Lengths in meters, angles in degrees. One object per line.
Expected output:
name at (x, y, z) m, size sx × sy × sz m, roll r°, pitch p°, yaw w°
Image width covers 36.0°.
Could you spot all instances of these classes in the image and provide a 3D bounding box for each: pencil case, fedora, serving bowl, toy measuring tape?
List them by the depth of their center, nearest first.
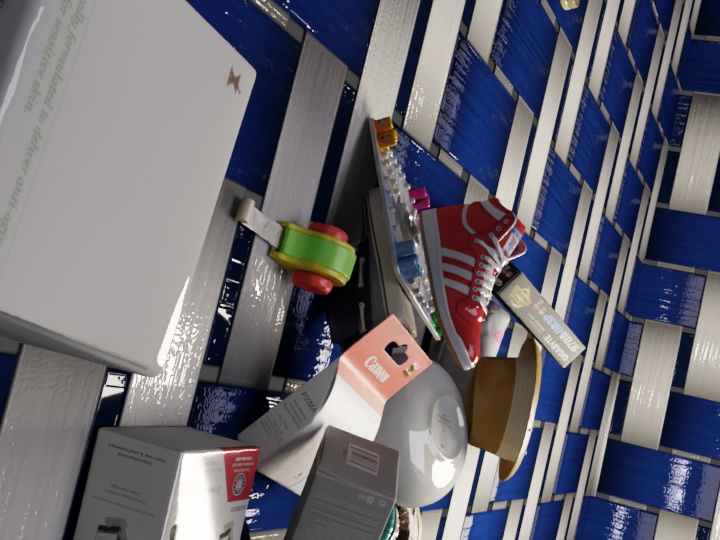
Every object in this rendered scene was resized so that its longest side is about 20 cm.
toy measuring tape at (-0.052, -0.023, 1.081) m, size 0.200 × 0.073 × 0.074 m, roll 43°, pitch 61°, yaw -64°
serving bowl at (0.086, 0.204, 1.428) m, size 0.200 × 0.066 × 0.200 m, roll 18°, pitch 68°, yaw -53°
fedora at (0.186, 0.182, 1.504) m, size 0.201 × 0.082 × 0.201 m, roll -167°, pitch -90°, yaw -89°
pencil case at (0.153, 0.138, 1.615) m, size 0.091 × 0.083 × 0.200 m, roll 92°, pitch 18°, yaw -69°

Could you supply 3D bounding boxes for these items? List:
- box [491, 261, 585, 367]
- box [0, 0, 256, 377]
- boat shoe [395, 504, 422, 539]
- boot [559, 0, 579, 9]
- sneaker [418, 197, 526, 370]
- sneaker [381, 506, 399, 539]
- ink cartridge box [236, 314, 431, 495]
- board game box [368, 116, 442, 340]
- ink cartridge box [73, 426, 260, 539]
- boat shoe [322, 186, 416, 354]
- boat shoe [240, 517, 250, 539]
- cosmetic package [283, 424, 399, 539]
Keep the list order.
box at (0.212, 0.031, 1.535) m, size 0.046 × 0.159 × 0.200 m, roll -43°, pitch 130°, yaw 3°
box at (-0.192, -0.069, 0.603) m, size 0.200 × 0.171 × 0.199 m, roll 39°, pitch 65°, yaw -65°
boat shoe at (0.042, 0.305, 1.459) m, size 0.072 × 0.072 × 0.200 m, roll 20°, pitch 79°, yaw -64°
boot at (0.406, -0.515, 1.790) m, size 0.072 × 0.155 × 0.200 m, roll 19°, pitch 84°, yaw -67°
sneaker at (0.133, 0.006, 1.198) m, size 0.071 × 0.112 × 0.200 m, roll 59°, pitch 19°, yaw -57°
sneaker at (-0.013, 0.321, 1.339) m, size 0.200 × 0.077 × 0.080 m, roll -42°, pitch 129°, yaw -54°
ink cartridge box at (-0.013, 0.148, 1.151) m, size 0.200 × 0.057 × 0.163 m, roll -34°, pitch 151°, yaw 2°
board game box at (0.061, -0.047, 1.271) m, size 0.200 × 0.026 × 0.200 m, roll 55°, pitch 23°, yaw -60°
ink cartridge box at (-0.168, 0.236, 0.920) m, size 0.147 × 0.083 × 0.200 m, roll 18°, pitch 84°, yaw -68°
boat shoe at (0.000, 0.000, 1.226) m, size 0.075 × 0.093 × 0.200 m, roll 58°, pitch 20°, yaw -52°
boat shoe at (-0.121, 0.287, 1.073) m, size 0.070 × 0.066 × 0.200 m, roll -54°, pitch 147°, yaw -44°
cosmetic package at (-0.033, 0.268, 1.082) m, size 0.107 × 0.090 × 0.200 m, roll -80°, pitch -167°, yaw -74°
